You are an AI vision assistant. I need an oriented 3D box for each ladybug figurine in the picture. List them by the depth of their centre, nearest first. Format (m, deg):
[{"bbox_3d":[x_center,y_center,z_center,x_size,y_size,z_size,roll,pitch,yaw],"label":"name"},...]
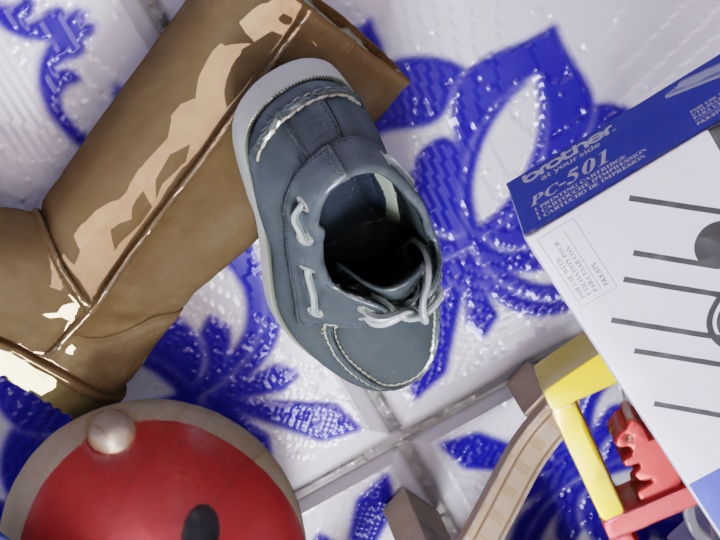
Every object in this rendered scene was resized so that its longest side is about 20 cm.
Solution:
[{"bbox_3d":[-0.085,0.138,0.831,0.135,0.072,0.201,-22,134,-5],"label":"ladybug figurine"}]

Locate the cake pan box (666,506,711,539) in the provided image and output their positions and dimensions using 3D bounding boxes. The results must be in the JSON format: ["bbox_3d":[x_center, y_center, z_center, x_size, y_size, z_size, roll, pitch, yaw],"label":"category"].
[{"bbox_3d":[0.197,0.186,0.841,0.200,0.052,0.185,-32,108,-40],"label":"cake pan box"}]

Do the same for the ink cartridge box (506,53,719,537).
[{"bbox_3d":[0.139,0.031,0.633,0.094,0.044,0.200,-30,115,11],"label":"ink cartridge box"}]

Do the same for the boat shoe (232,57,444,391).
[{"bbox_3d":[0.000,0.000,0.781,0.073,0.062,0.200,-31,142,-9],"label":"boat shoe"}]

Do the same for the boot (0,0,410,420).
[{"bbox_3d":[-0.105,-0.051,0.766,0.175,0.066,0.200,32,106,-37],"label":"boot"}]

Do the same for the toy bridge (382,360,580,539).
[{"bbox_3d":[0.032,0.129,0.880,0.027,0.067,0.200,37,103,-26],"label":"toy bridge"}]

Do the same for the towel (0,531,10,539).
[{"bbox_3d":[-0.141,0.191,0.822,0.144,0.024,0.200,30,135,4],"label":"towel"}]

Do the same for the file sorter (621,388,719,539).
[{"bbox_3d":[0.177,0.030,0.795,0.124,0.200,0.140,-12,117,-2],"label":"file sorter"}]

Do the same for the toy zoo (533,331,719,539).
[{"bbox_3d":[0.147,0.067,0.687,0.131,0.020,0.201,-24,115,6],"label":"toy zoo"}]
